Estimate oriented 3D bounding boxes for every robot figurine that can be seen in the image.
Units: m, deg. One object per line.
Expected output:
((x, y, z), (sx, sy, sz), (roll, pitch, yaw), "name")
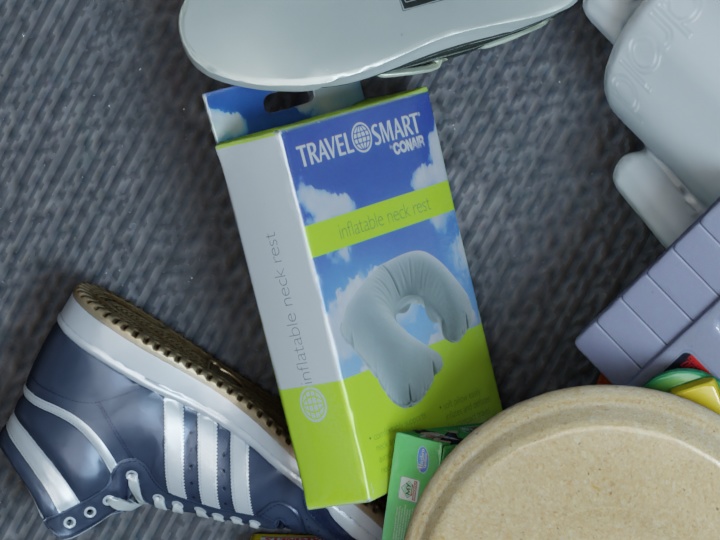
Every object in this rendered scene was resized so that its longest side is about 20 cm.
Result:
((0.192, -0.077, 1.303), (0.200, 0.113, 0.170), (47, 107, 24), "robot figurine")

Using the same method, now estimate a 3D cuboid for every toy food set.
((0.117, 0.147, 1.269), (0.197, 0.049, 0.201), (-17, 98, 11), "toy food set")

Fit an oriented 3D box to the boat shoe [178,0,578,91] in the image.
((0.012, -0.121, 1.339), (0.199, 0.064, 0.071), (-10, 79, -7), "boat shoe")

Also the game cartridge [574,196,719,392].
((0.201, 0.069, 1.272), (0.200, 0.038, 0.130), (46, 129, 4), "game cartridge")

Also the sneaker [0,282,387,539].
((-0.083, 0.104, 1.382), (0.200, 0.070, 0.109), (35, 99, 0), "sneaker")

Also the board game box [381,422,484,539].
((0.051, 0.173, 1.351), (0.029, 0.134, 0.201), (13, 98, 35), "board game box")

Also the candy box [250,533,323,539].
((-0.005, 0.233, 1.412), (0.102, 0.026, 0.201), (0, 97, 1), "candy box")

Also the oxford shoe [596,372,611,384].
((0.153, 0.101, 1.377), (0.073, 0.071, 0.201), (5, 100, -19), "oxford shoe")

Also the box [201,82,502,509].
((0.000, 0.000, 1.339), (0.048, 0.122, 0.201), (-10, 96, 39), "box")
